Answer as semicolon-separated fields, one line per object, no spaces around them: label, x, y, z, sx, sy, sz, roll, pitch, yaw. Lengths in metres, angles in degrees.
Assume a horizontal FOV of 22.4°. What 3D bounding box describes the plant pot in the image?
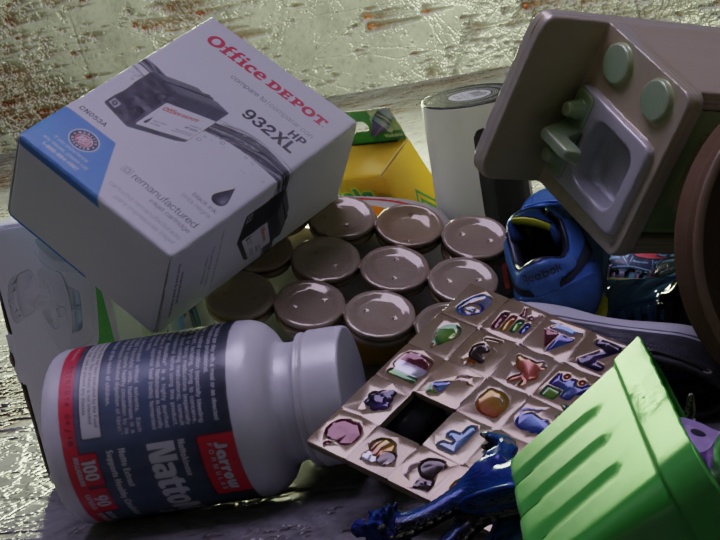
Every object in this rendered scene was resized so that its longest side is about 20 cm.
plant pot;0.271;-0.019;1.173;0.200;0.201;0.093;-18;10;-25

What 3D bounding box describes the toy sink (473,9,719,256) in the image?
toy sink;0.201;-0.090;1.240;0.200;0.131;0.112;2;34;-34

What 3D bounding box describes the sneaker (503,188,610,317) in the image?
sneaker;0.135;-0.025;1.282;0.066;0.079;0.200;-21;24;14

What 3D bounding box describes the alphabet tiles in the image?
alphabet tiles;0.093;0.088;1.101;0.200;0.008;0.167;22;51;37

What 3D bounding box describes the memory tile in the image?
memory tile;0.000;0.000;1.287;0.199;0.017;0.153;8;41;8

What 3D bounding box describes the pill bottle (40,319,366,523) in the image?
pill bottle;-0.100;0.097;1.212;0.199;0.120;0.120;-10;12;11

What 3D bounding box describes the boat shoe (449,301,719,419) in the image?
boat shoe;0.143;0.069;1.178;0.199;0.070;0.066;6;26;0

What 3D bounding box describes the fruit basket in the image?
fruit basket;0.184;0.111;0.832;0.215;0.156;0.216;-30;10;6

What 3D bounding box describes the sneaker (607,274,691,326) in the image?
sneaker;0.196;0.039;1.270;0.199;0.077;0.111;-7;2;-7

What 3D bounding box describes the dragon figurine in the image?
dragon figurine;0.090;0.124;0.969;0.200;0.059;0.099;-15;21;36

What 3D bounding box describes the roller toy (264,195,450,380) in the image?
roller toy;-0.014;0.022;1.424;0.199;0.140;0.182;4;13;25

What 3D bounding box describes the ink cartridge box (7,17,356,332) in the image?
ink cartridge box;-0.122;-0.072;1.268;0.145;0.084;0.200;37;49;17

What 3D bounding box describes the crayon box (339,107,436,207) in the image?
crayon box;0.017;-0.044;1.557;0.126;0.200;0.052;-1;43;45

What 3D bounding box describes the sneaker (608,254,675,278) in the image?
sneaker;0.227;0.007;1.389;0.199;0.080;0.096;-9;14;18

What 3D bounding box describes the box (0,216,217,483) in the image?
box;-0.186;0.037;1.388;0.096;0.201;0.176;-8;12;21

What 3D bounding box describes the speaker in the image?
speaker;0.102;-0.045;1.467;0.081;0.201;0.081;-8;16;2

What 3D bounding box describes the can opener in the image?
can opener;0.034;0.101;1.224;0.063;0.079;0.200;-39;5;4
